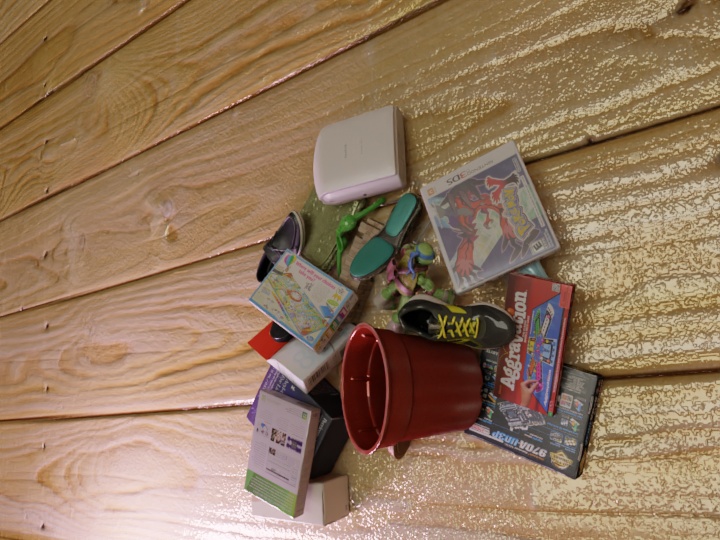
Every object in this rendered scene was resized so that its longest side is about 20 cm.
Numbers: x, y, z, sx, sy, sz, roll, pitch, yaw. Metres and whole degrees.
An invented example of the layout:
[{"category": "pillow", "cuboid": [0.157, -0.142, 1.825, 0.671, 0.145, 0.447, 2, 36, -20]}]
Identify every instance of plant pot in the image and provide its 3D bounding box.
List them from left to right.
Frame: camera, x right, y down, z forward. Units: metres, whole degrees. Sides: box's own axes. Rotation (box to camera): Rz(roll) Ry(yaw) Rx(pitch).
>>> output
[{"category": "plant pot", "cuboid": [0.088, 0.193, 0.956, 0.200, 0.189, 0.209, -177, 90, -67]}]

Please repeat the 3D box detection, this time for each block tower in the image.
[{"category": "block tower", "cuboid": [0.000, 0.000, 1.152, 0.057, 0.053, 0.206, 27, 100, 34]}]

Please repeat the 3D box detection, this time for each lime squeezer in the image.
[{"category": "lime squeezer", "cuboid": [-0.023, -0.070, 1.167, 0.037, 0.070, 0.204, 37, 106, 37]}]

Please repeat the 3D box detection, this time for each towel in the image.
[{"category": "towel", "cuboid": [-0.074, -0.106, 1.227, 0.148, 0.036, 0.204, 40, 109, 33]}]

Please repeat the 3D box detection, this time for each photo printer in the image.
[{"category": "photo printer", "cuboid": [-0.007, -0.226, 1.145, 0.194, 0.069, 0.172, -10, 68, 25]}]

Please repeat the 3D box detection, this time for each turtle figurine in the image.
[{"category": "turtle figurine", "cuboid": [0.117, 0.022, 1.055, 0.143, 0.200, 0.196, 39, 129, 8]}]

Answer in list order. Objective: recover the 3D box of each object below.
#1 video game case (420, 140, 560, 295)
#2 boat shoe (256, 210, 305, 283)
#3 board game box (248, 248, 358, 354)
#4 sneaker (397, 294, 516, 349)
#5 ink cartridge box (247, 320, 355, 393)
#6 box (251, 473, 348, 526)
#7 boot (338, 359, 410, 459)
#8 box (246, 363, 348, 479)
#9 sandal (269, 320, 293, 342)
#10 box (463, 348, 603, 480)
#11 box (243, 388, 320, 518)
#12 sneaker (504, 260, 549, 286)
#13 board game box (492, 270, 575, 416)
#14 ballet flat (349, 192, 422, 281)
[{"category": "video game case", "cuboid": [0.208, -0.088, 0.944, 0.178, 0.023, 0.206, -25, 68, 19]}, {"category": "boat shoe", "cuboid": [-0.175, -0.043, 1.247, 0.075, 0.061, 0.202, 53, 130, 28]}, {"category": "board game box", "cuboid": [-0.116, 0.058, 1.141, 0.197, 0.034, 0.136, 31, 77, 33]}, {"category": "sneaker", "cuboid": [0.147, 0.090, 0.909, 0.194, 0.084, 0.077, 6, 102, 29]}, {"category": "ink cartridge box", "cuboid": [-0.121, 0.135, 1.169, 0.197, 0.048, 0.159, 30, 57, 33]}, {"category": "box", "cuboid": [-0.125, 0.462, 1.168, 0.195, 0.094, 0.081, -10, 79, 32]}, {"category": "boot", "cuboid": [0.025, 0.254, 1.098, 0.151, 0.073, 0.207, -11, 67, 33]}, {"category": "box", "cuboid": [-0.119, 0.298, 1.174, 0.198, 0.103, 0.151, 35, 104, 33]}, {"category": "sandal", "cuboid": [-0.143, 0.054, 1.198, 0.073, 0.049, 0.205, -8, 46, 22]}, {"category": "box", "cuboid": [0.278, 0.220, 0.934, 0.195, 0.045, 0.165, 14, 93, 36]}, {"category": "box", "cuboid": [-0.154, 0.350, 1.110, 0.141, 0.036, 0.207, 11, 91, 36]}, {"category": "sneaker", "cuboid": [0.272, -0.047, 0.966, 0.079, 0.074, 0.207, -11, 72, 3]}, {"category": "board game box", "cuboid": [0.267, 0.112, 0.888, 0.101, 0.019, 0.208, 13, 105, 37]}, {"category": "ballet flat", "cuboid": [0.058, -0.053, 1.090, 0.067, 0.075, 0.202, 34, 85, 30]}]
